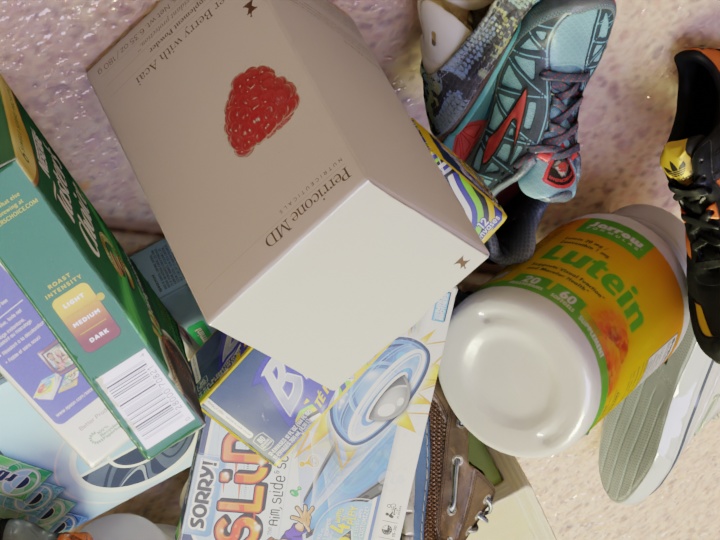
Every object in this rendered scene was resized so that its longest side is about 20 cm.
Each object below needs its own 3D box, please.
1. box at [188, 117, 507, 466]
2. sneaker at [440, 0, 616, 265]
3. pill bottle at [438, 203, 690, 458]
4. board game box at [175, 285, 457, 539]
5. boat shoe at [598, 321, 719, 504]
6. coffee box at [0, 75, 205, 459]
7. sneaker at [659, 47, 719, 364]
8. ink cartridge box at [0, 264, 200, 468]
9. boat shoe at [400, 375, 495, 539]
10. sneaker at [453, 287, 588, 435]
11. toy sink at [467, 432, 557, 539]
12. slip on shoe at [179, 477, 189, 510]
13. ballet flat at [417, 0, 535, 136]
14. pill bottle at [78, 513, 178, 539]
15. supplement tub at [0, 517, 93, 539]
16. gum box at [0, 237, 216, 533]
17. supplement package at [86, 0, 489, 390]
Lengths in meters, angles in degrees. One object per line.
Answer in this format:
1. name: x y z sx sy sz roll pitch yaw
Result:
1. box: -0.010 0.012 1.514 0.064 0.070 0.200 39 99 -20
2. sneaker: 0.113 -0.085 1.585 0.079 0.096 0.200 -3 136 -30
3. pill bottle: 0.142 0.030 1.670 0.200 0.111 0.111 -35 159 -51
4. board game box: -0.028 0.087 1.594 0.135 0.034 0.201 10 106 -8
5. boat shoe: 0.233 0.090 1.878 0.066 0.074 0.200 -2 135 -26
6. coffee box: -0.158 -0.003 1.437 0.044 0.123 0.200 -31 119 4
7. sneaker: 0.217 -0.043 1.644 0.090 0.201 0.070 19 160 -37
8. ink cartridge box: -0.182 0.017 1.530 0.095 0.037 0.200 -37 119 5
9. boat shoe: 0.048 0.141 1.671 0.072 0.072 0.201 -4 103 -20
10. sneaker: 0.109 0.037 1.763 0.200 0.070 0.082 35 87 -47
11. toy sink: 0.013 0.167 1.785 0.199 0.131 0.112 -28 143 0
12. slip on shoe: -0.050 0.132 1.699 0.076 0.061 0.200 -11 156 -45
13. ballet flat: 0.071 -0.165 1.505 0.074 0.074 0.200 7 128 -38
14. pill bottle: -0.129 0.238 1.777 0.111 0.112 0.200 -30 148 2
15. supplement tub: -0.263 0.219 1.636 0.199 0.123 0.123 -6 141 2
16. gum box: -0.158 0.078 1.644 0.199 0.045 0.170 -27 143 -1
17. supplement package: -0.042 -0.059 1.433 0.121 0.200 0.120 -41 141 15
